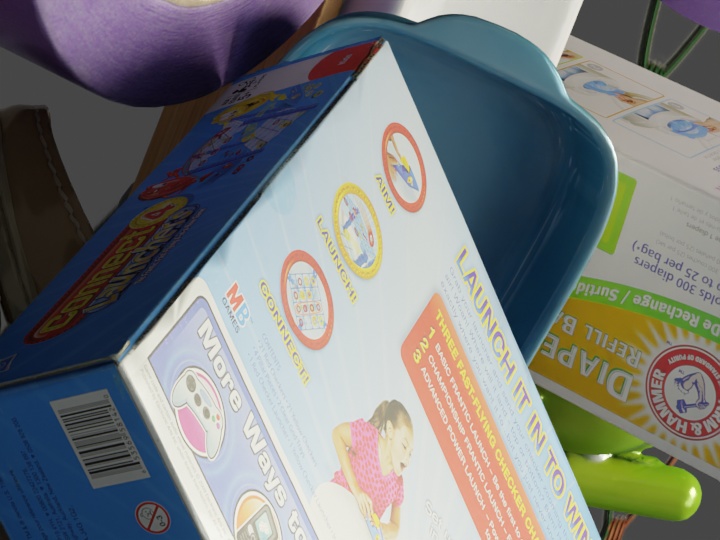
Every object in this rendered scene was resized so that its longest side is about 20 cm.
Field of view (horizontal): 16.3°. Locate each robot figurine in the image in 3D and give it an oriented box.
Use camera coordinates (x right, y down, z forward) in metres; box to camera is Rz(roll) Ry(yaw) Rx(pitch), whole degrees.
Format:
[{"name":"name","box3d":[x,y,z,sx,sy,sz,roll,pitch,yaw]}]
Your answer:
[{"name":"robot figurine","box3d":[0.131,0.027,1.203,0.200,0.116,0.176,-3,108,-60]}]

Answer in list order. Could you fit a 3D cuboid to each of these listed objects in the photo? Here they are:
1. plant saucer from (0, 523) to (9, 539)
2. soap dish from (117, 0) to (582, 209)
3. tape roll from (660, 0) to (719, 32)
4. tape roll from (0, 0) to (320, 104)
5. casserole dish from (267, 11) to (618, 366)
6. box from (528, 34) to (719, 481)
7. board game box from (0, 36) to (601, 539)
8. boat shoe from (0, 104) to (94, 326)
[{"name":"plant saucer","box3d":[-0.168,0.097,0.650,0.200,0.200,0.032,-59,-176,-9]},{"name":"soap dish","box3d":[0.001,-0.071,0.908,0.157,0.081,0.200,5,110,-63]},{"name":"tape roll","box3d":[0.185,-0.189,1.002,0.200,0.200,0.066,-56,154,-14]},{"name":"tape roll","box3d":[-0.053,-0.152,0.729,0.200,0.066,0.200,-42,147,-36]},{"name":"casserole dish","box3d":[0.000,0.000,0.815,0.200,0.121,0.039,-61,-168,23]},{"name":"box","box3d":[0.109,-0.012,1.026,0.101,0.200,0.113,-23,134,-54]},{"name":"board game box","box3d":[-0.010,0.065,0.706,0.200,0.056,0.196,66,29,-19]},{"name":"boat shoe","box3d":[-0.062,0.036,0.773,0.069,0.200,0.074,-22,-179,-2]}]
